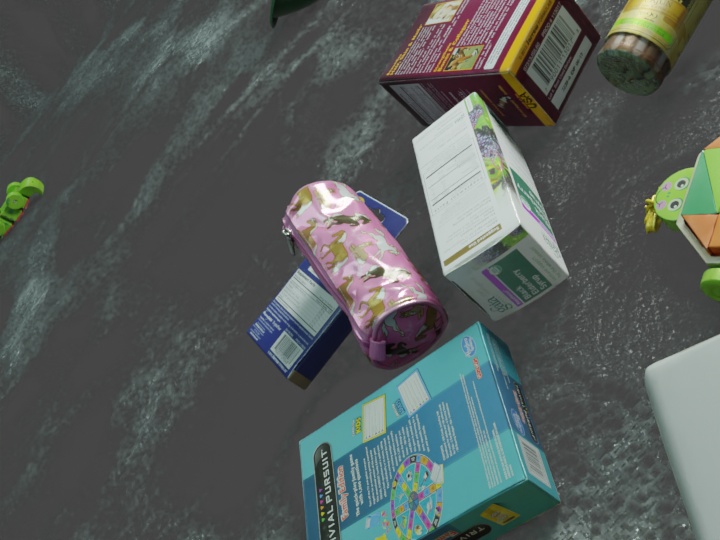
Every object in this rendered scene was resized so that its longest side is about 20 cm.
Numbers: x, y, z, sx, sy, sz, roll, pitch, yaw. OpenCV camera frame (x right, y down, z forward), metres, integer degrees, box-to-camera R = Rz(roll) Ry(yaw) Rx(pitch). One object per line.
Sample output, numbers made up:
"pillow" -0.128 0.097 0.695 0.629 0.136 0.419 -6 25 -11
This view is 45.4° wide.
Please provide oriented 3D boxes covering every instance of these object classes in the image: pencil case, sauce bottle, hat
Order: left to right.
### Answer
"hat" -0.044 -0.470 1.395 0.200 0.175 0.166 109 172 -56
"pencil case" 0.000 0.000 0.800 0.086 0.083 0.200 -42 50 6
"sauce bottle" 0.280 -0.251 0.756 0.065 0.065 0.201 17 73 55

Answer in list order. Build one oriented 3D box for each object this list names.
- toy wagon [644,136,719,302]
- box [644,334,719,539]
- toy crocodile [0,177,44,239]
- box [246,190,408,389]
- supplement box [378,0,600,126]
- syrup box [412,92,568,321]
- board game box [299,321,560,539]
"toy wagon" 0.279 -0.051 0.591 0.200 0.040 0.156 1 59 50
"box" 0.258 0.112 0.342 0.200 0.171 0.200 -32 38 27
"toy crocodile" -0.789 -0.131 1.939 0.200 0.062 0.068 -49 33 13
"box" -0.029 0.016 0.904 0.200 0.032 0.121 -53 34 0
"supplement box" 0.127 -0.216 0.886 0.200 0.086 0.111 13 69 54
"syrup box" 0.110 -0.061 0.766 0.081 0.079 0.201 -35 37 22
"board game box" 0.043 0.155 0.673 0.200 0.047 0.151 -37 36 22
